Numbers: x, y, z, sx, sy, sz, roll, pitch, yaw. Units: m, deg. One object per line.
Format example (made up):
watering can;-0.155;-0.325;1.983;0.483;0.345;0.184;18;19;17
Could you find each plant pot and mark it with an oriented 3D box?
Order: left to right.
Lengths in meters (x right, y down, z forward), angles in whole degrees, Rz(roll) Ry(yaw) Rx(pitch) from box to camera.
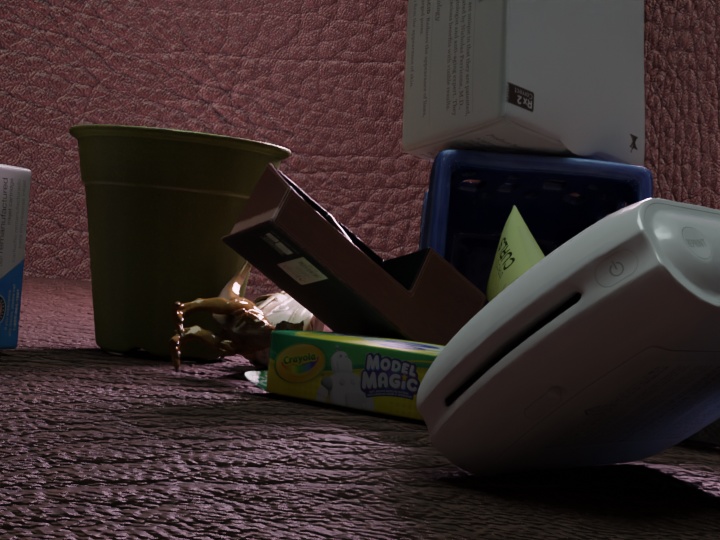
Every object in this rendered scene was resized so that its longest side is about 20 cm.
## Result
plant pot;-0.169;-0.021;1.141;0.197;0.193;0.200;6;0;0
plant pot;0.142;0.010;1.162;0.197;0.203;0.180;5;-7;-6

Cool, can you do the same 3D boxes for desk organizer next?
desk organizer;0.000;0.000;0.979;0.199;0.078;0.071;40;-30;-24

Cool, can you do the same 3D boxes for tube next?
tube;0.113;0.015;0.902;0.058;0.052;0.200;-34;15;8

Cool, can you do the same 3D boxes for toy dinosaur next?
toy dinosaur;-0.100;0.039;1.012;0.105;0.061;0.200;-8;20;-20

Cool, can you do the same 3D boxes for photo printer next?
photo printer;0.132;0.037;0.633;0.198;0.070;0.166;4;-37;-46

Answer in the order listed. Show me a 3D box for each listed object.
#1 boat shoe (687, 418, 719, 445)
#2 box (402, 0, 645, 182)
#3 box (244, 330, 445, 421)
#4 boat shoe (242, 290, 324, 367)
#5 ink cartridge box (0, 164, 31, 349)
boat shoe;0.206;0.069;0.868;0.198;0.062;0.075;11;-40;37
box;0.151;-0.190;1.164;0.197;0.203;0.130;14;-17;-40
box;0.025;0.072;0.890;0.198;0.049;0.117;4;-1;34
boat shoe;-0.068;0.047;1.124;0.068;0.075;0.200;11;1;3
ink cartridge box;-0.369;-0.018;0.953;0.143;0.150;0.199;6;1;25
